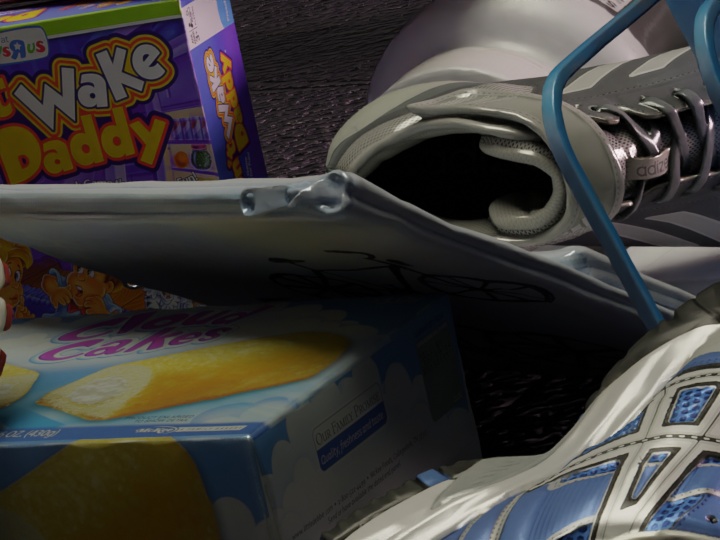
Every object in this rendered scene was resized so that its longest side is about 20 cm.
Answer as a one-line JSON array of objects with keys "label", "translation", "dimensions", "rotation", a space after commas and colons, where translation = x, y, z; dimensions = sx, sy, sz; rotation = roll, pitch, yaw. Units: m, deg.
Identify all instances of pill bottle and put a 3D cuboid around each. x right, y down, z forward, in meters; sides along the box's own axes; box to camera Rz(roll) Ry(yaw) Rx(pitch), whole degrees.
[{"label": "pill bottle", "translation": [0.066, -0.056, 1.053], "dimensions": [0.111, 0.111, 0.200], "rotation": [-6, 15, 23]}]

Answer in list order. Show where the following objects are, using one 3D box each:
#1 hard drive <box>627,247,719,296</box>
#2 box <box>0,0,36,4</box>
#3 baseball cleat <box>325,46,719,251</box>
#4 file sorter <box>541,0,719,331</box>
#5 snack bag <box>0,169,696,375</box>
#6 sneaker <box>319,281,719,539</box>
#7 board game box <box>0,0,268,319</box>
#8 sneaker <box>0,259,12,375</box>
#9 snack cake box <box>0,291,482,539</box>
[{"label": "hard drive", "translation": [0.182, -0.006, 0.935], "dimensions": [0.200, 0.026, 0.132], "rotation": [-3, 16, 35]}, {"label": "box", "translation": [-0.019, -0.161, 1.039], "dimensions": [0.200, 0.107, 0.152], "rotation": [-12, 4, -44]}, {"label": "baseball cleat", "translation": [0.089, -0.031, 0.893], "dimensions": [0.200, 0.070, 0.106], "rotation": [-10, 9, 3]}, {"label": "file sorter", "translation": [0.169, -0.042, 0.763], "dimensions": [0.200, 0.139, 0.123], "rotation": [-24, 11, 34]}, {"label": "snack bag", "translation": [0.000, 0.000, 0.868], "dimensions": [0.200, 0.021, 0.188], "rotation": [19, -12, -41]}, {"label": "sneaker", "translation": [0.080, 0.059, 0.673], "dimensions": [0.200, 0.076, 0.077], "rotation": [-33, 30, -20]}, {"label": "board game box", "translation": [-0.130, -0.019, 1.029], "dimensions": [0.200, 0.135, 0.045], "rotation": [-8, 14, 20]}, {"label": "sneaker", "translation": [-0.147, 0.036, 0.734], "dimensions": [0.078, 0.082, 0.200], "rotation": [-7, 51, 28]}, {"label": "snack cake box", "translation": [-0.080, 0.058, 0.819], "dimensions": [0.200, 0.067, 0.115], "rotation": [-4, 17, 29]}]
